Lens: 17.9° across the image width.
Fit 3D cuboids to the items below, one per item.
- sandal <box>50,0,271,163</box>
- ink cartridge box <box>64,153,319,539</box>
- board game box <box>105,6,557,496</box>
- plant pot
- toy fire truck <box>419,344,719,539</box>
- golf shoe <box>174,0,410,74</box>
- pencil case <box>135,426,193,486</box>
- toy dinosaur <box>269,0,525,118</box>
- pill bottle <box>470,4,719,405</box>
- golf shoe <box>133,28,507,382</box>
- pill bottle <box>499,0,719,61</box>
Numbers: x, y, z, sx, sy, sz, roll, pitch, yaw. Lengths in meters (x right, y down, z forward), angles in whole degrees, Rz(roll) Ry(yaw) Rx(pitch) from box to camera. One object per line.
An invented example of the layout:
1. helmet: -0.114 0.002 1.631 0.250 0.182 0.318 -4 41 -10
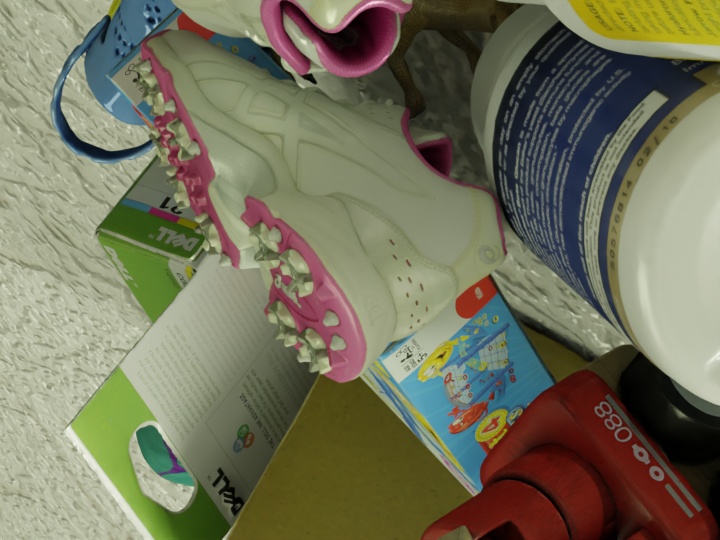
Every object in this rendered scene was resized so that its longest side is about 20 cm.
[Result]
1. sandal: -0.091 -0.101 1.065 0.079 0.087 0.200 41 156 -5
2. ink cartridge box: -0.083 0.035 1.161 0.075 0.200 0.148 20 152 37
3. board game box: 0.000 0.000 0.993 0.200 0.056 0.196 45 175 34
4. plant pot: 0.073 0.148 1.180 0.199 0.196 0.195 17 152 23
5. toy fire truck: 0.091 0.122 0.752 0.176 0.199 0.129 51 138 15
6. golf shoe: -0.027 -0.100 0.781 0.200 0.075 0.092 129 121 -78
7. pencil case: -0.056 0.100 1.403 0.199 0.085 0.093 4 125 55
8. toy dinosaur: -0.005 -0.126 0.949 0.199 0.058 0.101 27 141 10
9. pill bottle: 0.107 -0.037 0.791 0.111 0.111 0.200 48 180 -25
10. golf shoe: -0.019 -0.037 0.863 0.200 0.091 0.076 50 159 43
11. pill bottle: 0.114 -0.118 0.682 0.199 0.112 0.111 10 145 48
